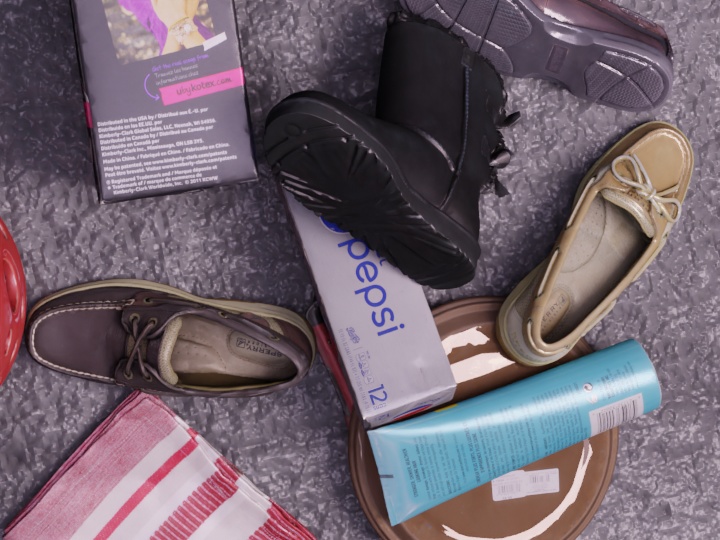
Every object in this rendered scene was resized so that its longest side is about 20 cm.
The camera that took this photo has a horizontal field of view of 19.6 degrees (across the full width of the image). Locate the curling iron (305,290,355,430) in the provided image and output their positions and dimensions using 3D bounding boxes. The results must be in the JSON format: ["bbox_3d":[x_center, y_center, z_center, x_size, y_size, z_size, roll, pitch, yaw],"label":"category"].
[{"bbox_3d":[0.011,0.102,1.442,0.049,0.026,0.201,-19,98,-1],"label":"curling iron"}]

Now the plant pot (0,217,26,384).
[{"bbox_3d":[-0.317,0.028,1.321,0.199,0.183,0.202,0,96,-4],"label":"plant pot"}]

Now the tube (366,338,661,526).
[{"bbox_3d":[0.104,0.105,1.402,0.199,0.050,0.078,-21,114,-11],"label":"tube"}]

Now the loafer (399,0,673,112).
[{"bbox_3d":[0.121,-0.170,1.417,0.199,0.063,0.072,22,135,-6],"label":"loafer"}]

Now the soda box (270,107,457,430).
[{"bbox_3d":[0.000,0.000,1.384,0.068,0.063,0.201,-20,79,-4],"label":"soda box"}]

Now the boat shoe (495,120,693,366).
[{"bbox_3d":[0.168,-0.020,1.413,0.073,0.063,0.201,43,74,-7],"label":"boat shoe"}]

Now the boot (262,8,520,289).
[{"bbox_3d":[0.023,-0.098,1.339,0.198,0.073,0.163,39,47,-34],"label":"boot"}]

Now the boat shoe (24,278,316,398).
[{"bbox_3d":[-0.129,0.047,1.397,0.199,0.065,0.074,1,99,-1],"label":"boat shoe"}]

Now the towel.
[{"bbox_3d":[-0.127,0.195,1.439,0.200,0.023,0.144,43,91,-9],"label":"towel"}]

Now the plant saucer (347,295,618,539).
[{"bbox_3d":[0.090,0.118,1.438,0.199,0.029,0.201,-1,95,-16],"label":"plant saucer"}]

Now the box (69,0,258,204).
[{"bbox_3d":[-0.132,-0.152,1.351,0.105,0.122,0.201,-8,96,-5],"label":"box"}]
